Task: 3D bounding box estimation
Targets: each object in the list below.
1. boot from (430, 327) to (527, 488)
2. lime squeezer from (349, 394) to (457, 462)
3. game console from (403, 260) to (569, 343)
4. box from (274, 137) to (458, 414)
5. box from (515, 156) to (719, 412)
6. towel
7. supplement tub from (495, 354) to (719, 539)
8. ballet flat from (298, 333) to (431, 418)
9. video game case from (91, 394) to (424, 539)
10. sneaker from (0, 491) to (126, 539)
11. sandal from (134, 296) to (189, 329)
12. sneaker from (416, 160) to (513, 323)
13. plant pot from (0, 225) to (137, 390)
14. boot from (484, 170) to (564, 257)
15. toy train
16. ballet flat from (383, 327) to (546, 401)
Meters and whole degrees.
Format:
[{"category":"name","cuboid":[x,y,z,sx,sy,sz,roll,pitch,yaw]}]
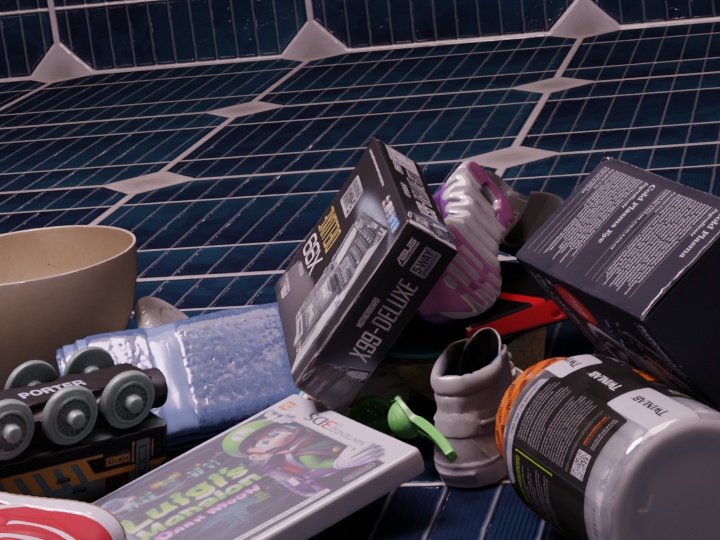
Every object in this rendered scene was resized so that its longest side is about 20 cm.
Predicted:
[{"category":"boot","cuboid":[0.112,0.088,1.504,0.073,0.096,0.200,0,16,24]},{"category":"lime squeezer","cuboid":[0.014,0.118,1.461,0.200,0.038,0.071,-8,16,47]},{"category":"game console","cuboid":[0.088,0.028,1.640,0.177,0.031,0.200,-18,16,-37]},{"category":"box","cuboid":[0.000,0.000,1.533,0.050,0.158,0.200,30,16,-17]},{"category":"box","cuboid":[0.235,0.038,1.337,0.104,0.200,0.182,-47,25,-7]},{"category":"towel","cuboid":[-0.145,0.093,1.600,0.199,0.112,0.049,-11,-28,-7]},{"category":"supplement tub","cuboid":[0.171,0.127,1.283,0.122,0.123,0.200,-12,16,-18]},{"category":"ballet flat","cuboid":[0.027,0.085,1.609,0.064,0.076,0.200,17,28,31]},{"category":"video game case","cuboid":[-0.082,0.159,1.402,0.200,0.023,0.182,-28,22,-25]},{"category":"sneaker","cuboid":[-0.272,0.196,1.328,0.199,0.072,0.112,-1,13,14]},{"category":"sandal","cuboid":[-0.182,0.076,1.766,0.050,0.082,0.203,-49,13,9]},{"category":"sneaker","cuboid":[0.065,-0.009,1.594,0.088,0.081,0.200,-32,17,27]},{"category":"plant pot","cuboid":[-0.294,0.049,1.760,0.200,0.135,0.200,-6,15,2]},{"category":"boot","cuboid":[0.173,-0.005,1.747,0.069,0.174,0.200,-54,33,-9]},{"category":"toy train","cuboid":[-0.231,0.129,1.450,0.200,0.114,0.085,-12,24,-38]},{"category":"ballet flat","cuboid":[0.091,0.081,1.591,0.071,0.071,0.200,4,12,35]}]
